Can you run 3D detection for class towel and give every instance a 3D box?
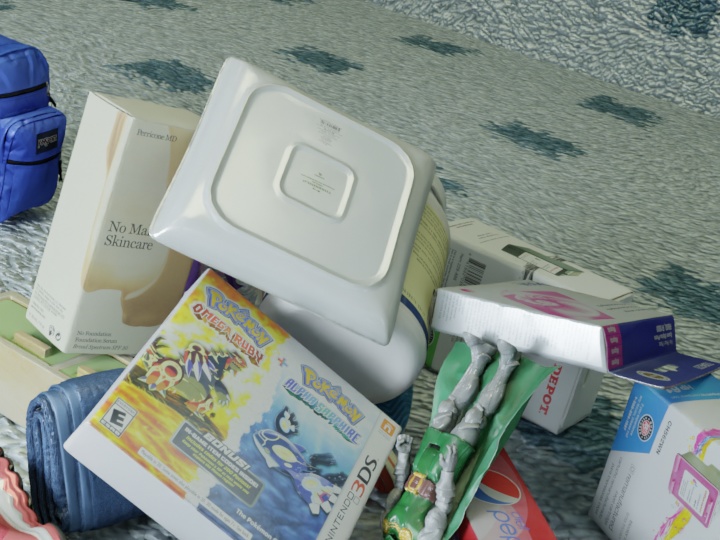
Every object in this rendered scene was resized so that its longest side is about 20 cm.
[{"bbox_3d":[-0.154,0.122,0.876,0.200,0.112,0.049,-10,10,-43],"label":"towel"}]

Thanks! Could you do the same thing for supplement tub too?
[{"bbox_3d":[0.000,0.000,1.014,0.145,0.145,0.200,14,47,2],"label":"supplement tub"}]

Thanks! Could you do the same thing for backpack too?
[{"bbox_3d":[-0.418,-0.165,1.302,0.168,0.200,0.163,17,21,9],"label":"backpack"}]

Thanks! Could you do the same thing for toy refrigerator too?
[{"bbox_3d":[-0.251,0.087,0.962,0.200,0.070,0.076,26,24,26],"label":"toy refrigerator"}]

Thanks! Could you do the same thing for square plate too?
[{"bbox_3d":[-0.040,-0.064,0.910,0.200,0.028,0.198,26,54,-12],"label":"square plate"}]

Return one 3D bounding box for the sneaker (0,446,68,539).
[{"bbox_3d":[-0.240,0.190,0.744,0.087,0.074,0.200,-18,32,-30],"label":"sneaker"}]

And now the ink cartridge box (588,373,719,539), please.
[{"bbox_3d":[0.285,0.191,0.917,0.085,0.145,0.200,1,25,-28],"label":"ink cartridge box"}]

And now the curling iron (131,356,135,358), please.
[{"bbox_3d":[-0.154,0.084,1.081,0.200,0.026,0.050,0,23,-30],"label":"curling iron"}]

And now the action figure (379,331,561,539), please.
[{"bbox_3d":[0.061,0.144,0.874,0.055,0.200,0.118,35,-15,-29],"label":"action figure"}]

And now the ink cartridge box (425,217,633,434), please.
[{"bbox_3d":[0.154,0.053,1.179,0.200,0.146,0.084,27,23,29],"label":"ink cartridge box"}]

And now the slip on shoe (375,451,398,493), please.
[{"bbox_3d":[-0.052,0.138,0.976,0.200,0.074,0.061,27,62,14],"label":"slip on shoe"}]

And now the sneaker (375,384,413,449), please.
[{"bbox_3d":[-0.004,0.095,1.080,0.076,0.081,0.200,-4,47,-14],"label":"sneaker"}]

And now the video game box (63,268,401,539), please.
[{"bbox_3d":[-0.081,0.120,0.838,0.200,0.047,0.182,40,38,-8],"label":"video game box"}]

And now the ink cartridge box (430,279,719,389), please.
[{"bbox_3d":[0.190,0.048,0.982,0.200,0.043,0.196,12,7,29],"label":"ink cartridge box"}]

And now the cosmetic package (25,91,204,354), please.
[{"bbox_3d":[-0.189,-0.035,0.949,0.105,0.200,0.071,3,21,-45],"label":"cosmetic package"}]

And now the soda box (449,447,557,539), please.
[{"bbox_3d":[0.101,0.209,0.879,0.070,0.063,0.200,7,22,-17],"label":"soda box"}]

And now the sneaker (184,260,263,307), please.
[{"bbox_3d":[-0.142,0.003,1.105,0.088,0.200,0.081,-4,48,0],"label":"sneaker"}]
